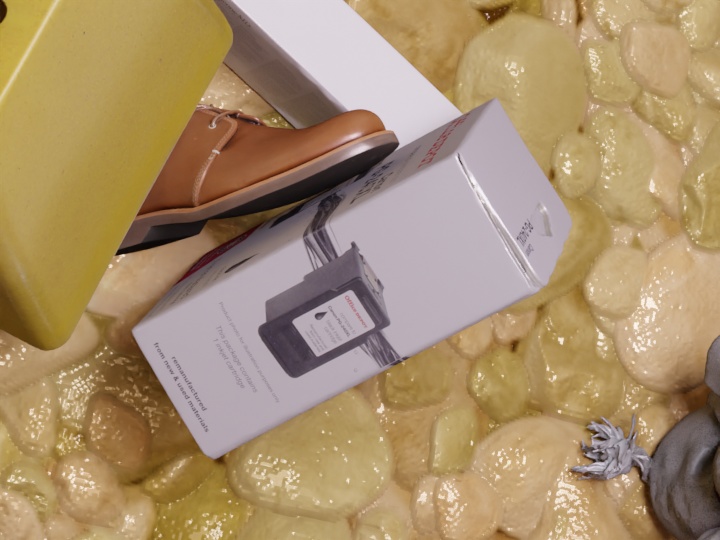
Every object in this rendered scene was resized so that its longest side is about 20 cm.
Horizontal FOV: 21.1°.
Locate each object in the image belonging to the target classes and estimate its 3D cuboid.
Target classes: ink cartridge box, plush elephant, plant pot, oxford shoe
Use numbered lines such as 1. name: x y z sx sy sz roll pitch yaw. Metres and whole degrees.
1. ink cartridge box: 0.000 0.000 1.012 0.199 0.145 0.084 -28 99 18
2. plush elephant: 0.247 0.120 1.150 0.199 0.155 0.166 8 84 -22
3. plant pot: -0.198 -0.108 0.931 0.199 0.176 0.201 26 77 8
4. oxford shoe: -0.073 -0.060 1.021 0.071 0.199 0.072 -6 84 -63

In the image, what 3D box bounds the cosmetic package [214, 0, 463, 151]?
1. cosmetic package: -0.012 -0.107 1.095 0.200 0.082 0.051 42 74 -16
